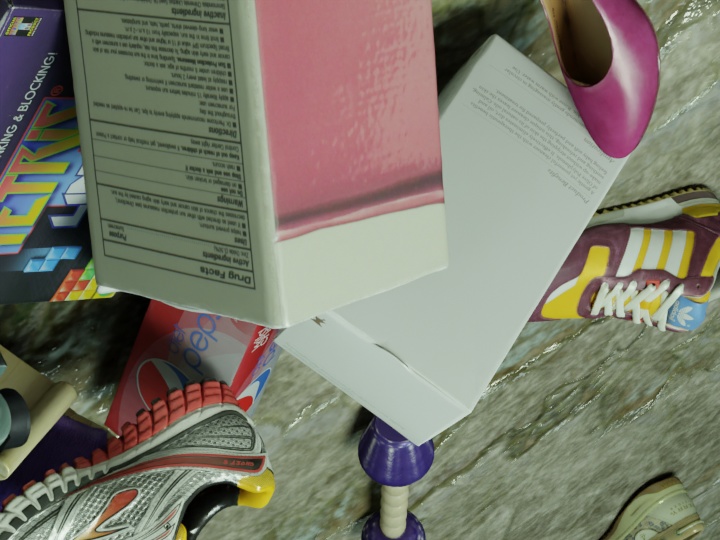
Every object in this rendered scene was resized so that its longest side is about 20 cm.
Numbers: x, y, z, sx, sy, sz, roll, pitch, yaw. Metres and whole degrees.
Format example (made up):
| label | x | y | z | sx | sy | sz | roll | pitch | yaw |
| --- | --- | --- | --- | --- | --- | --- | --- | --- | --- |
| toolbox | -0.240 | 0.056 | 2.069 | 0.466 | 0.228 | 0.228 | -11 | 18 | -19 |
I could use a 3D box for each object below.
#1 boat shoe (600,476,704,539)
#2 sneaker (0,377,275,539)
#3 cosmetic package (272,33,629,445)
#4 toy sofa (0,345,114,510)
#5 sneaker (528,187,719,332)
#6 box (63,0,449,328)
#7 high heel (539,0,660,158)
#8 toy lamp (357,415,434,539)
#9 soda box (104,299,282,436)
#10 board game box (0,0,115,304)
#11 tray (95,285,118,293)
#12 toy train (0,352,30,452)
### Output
| label | x | y | z | sx | sy | sz | roll | pitch | yaw |
| --- | --- | --- | --- | --- | --- | --- | --- | --- | --- |
| boat shoe | 0.263 | 0.277 | 2.021 | 0.073 | 0.063 | 0.200 | -17 | 148 | -32 |
| sneaker | -0.135 | 0.142 | 1.151 | 0.200 | 0.082 | 0.078 | -35 | 159 | -12 |
| cosmetic package | 0.053 | -0.018 | 1.170 | 0.200 | 0.108 | 0.085 | -54 | -175 | -24 |
| toy sofa | -0.227 | 0.144 | 1.202 | 0.200 | 0.098 | 0.083 | -56 | 177 | 36 |
| sneaker | 0.197 | 0.006 | 1.489 | 0.200 | 0.090 | 0.075 | -21 | 149 | -26 |
| box | -0.047 | -0.090 | 0.918 | 0.109 | 0.128 | 0.200 | -20 | 112 | -41 |
| high heel | 0.097 | -0.140 | 1.109 | 0.096 | 0.067 | 0.200 | -27 | 114 | -30 |
| toy lamp | 0.026 | 0.161 | 1.581 | 0.058 | 0.058 | 0.200 | -27 | 151 | -15 |
| soda box | -0.084 | 0.035 | 1.228 | 0.063 | 0.070 | 0.200 | -42 | 163 | -43 |
| board game box | -0.152 | -0.067 | 1.024 | 0.165 | 0.057 | 0.200 | -6 | 141 | -45 |
| tray | -0.060 | -0.065 | 1.064 | 0.200 | 0.022 | 0.107 | -54 | 178 | 1 |
| toy train | -0.263 | 0.066 | 1.048 | 0.200 | 0.114 | 0.085 | -8 | 149 | -39 |
